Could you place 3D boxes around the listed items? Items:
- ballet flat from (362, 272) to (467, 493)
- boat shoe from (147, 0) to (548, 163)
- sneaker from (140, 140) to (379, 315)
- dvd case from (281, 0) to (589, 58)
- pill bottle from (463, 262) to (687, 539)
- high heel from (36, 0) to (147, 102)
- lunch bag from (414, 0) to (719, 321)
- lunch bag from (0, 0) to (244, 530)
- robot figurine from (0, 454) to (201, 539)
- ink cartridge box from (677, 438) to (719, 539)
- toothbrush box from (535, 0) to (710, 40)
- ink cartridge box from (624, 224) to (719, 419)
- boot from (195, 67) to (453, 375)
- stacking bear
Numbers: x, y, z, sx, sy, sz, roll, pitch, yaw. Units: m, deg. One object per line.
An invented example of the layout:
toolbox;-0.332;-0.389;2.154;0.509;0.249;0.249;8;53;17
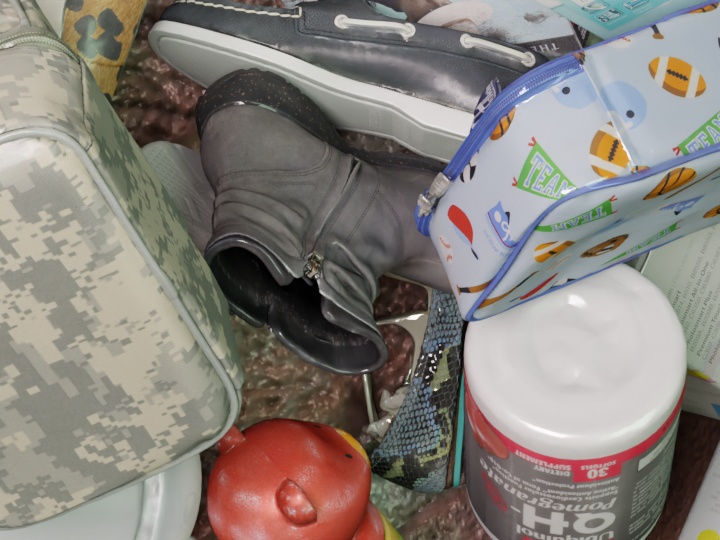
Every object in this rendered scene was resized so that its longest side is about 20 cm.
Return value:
ballet flat;0.035;0.020;1.141;0.074;0.074;0.202;6;94;-37
boat shoe;-0.004;-0.103;1.045;0.198;0.076;0.061;18;76;-5
sneaker;-0.070;-0.011;1.063;0.082;0.078;0.199;-37;149;25
dvd case;0.011;-0.172;1.019;0.201;0.145;0.022;59;36;-41
pill bottle;0.108;0.088;1.103;0.111;0.110;0.201;-44;155;-22
high heel;-0.127;-0.108;1.011;0.200;0.071;0.143;-53;150;-32
lunch bag;0.121;-0.051;0.981;0.199;0.160;0.076;-19;73;-25
lunch bag;-0.143;-0.020;0.860;0.138;0.168;0.201;-23;133;7
robot figurine;-0.156;0.097;0.980;0.199;0.113;0.171;5;84;-37
ink cartridge box;0.255;0.166;1.311;0.198;0.047;0.201;39;72;-56
toothbrush box;0.154;-0.173;0.958;0.199;0.146;0.086;20;50;-54
ink cartridge box;0.173;-0.008;1.195;0.199;0.128;0.126;32;79;-36
boot;0.000;0.000;1.010;0.199;0.132;0.070;24;129;-30
stacking bear;-0.020;0.151;1.059;0.113;0.121;0.201;-31;136;-13
